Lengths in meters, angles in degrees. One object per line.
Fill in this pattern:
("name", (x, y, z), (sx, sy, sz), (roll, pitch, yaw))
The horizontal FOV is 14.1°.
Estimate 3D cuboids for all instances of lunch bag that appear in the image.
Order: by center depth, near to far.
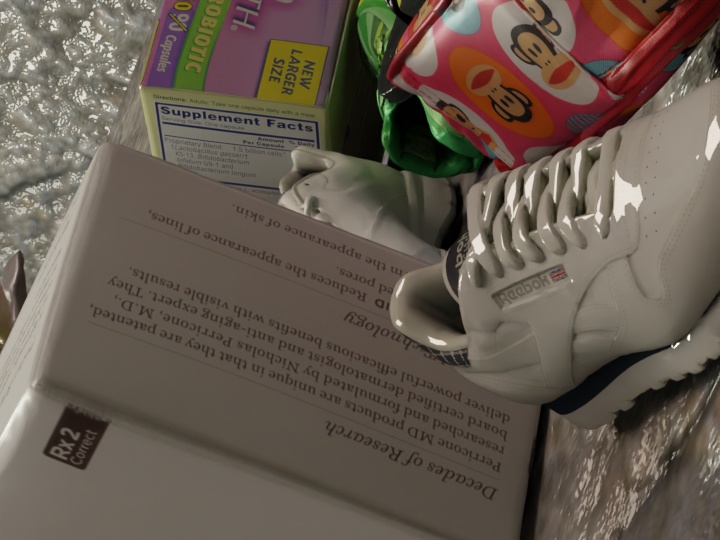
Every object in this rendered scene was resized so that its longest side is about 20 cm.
("lunch bag", (0.100, -0.129, 1.010), (0.176, 0.082, 0.200), (-52, 5, -17))

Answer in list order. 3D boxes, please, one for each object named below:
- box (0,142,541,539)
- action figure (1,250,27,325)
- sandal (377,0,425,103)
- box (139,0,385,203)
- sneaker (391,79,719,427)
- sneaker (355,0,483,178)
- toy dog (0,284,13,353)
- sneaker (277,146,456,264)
("box", (-0.054, 0.084, 1.162), (0.199, 0.199, 0.131), (122, 166, -48))
("action figure", (-0.096, 0.048, 1.494), (0.199, 0.193, 0.105), (-14, 62, 42))
("sandal", (0.045, -0.168, 1.267), (0.201, 0.048, 0.075), (-63, 17, 20))
("box", (-0.043, -0.097, 1.531), (0.200, 0.096, 0.177), (87, -167, -55))
("sneaker", (0.076, -0.007, 0.946), (0.200, 0.080, 0.077), (129, 161, -57))
("sneaker", (0.030, -0.090, 1.385), (0.200, 0.074, 0.084), (-157, 90, -79))
("toy dog", (-0.207, 0.102, 1.522), (0.200, 0.139, 0.195), (76, -176, -64))
("sneaker", (0.000, 0.000, 1.344), (0.200, 0.087, 0.075), (-105, 37, -70))
